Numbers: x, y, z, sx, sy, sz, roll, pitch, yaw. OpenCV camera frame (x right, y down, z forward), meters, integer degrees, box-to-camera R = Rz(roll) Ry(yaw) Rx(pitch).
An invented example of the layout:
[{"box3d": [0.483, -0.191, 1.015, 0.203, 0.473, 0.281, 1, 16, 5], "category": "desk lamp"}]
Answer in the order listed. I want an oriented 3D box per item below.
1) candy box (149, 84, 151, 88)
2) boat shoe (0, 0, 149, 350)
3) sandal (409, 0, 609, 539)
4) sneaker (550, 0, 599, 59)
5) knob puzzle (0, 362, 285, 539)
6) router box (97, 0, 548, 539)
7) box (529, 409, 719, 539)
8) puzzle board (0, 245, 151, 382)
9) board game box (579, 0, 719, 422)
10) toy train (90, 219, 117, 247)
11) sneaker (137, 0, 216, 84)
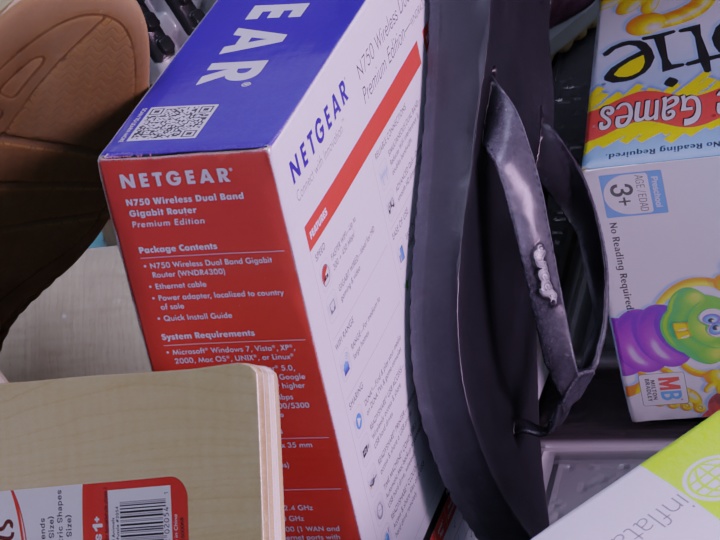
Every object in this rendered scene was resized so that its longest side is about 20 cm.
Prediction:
[{"box3d": [-0.080, -0.048, 1.043, 0.102, 0.026, 0.200, 0, 39, 16], "category": "candy box"}, {"box3d": [-0.122, -0.016, 0.756, 0.072, 0.200, 0.072, -3, 46, -35], "category": "boat shoe"}, {"box3d": [0.046, -0.020, 0.786, 0.043, 0.076, 0.201, -3, 81, 20], "category": "sandal"}, {"box3d": [0.038, -0.119, 1.039, 0.075, 0.090, 0.200, 14, 46, 34], "category": "sneaker"}, {"box3d": [-0.096, 0.123, 0.730, 0.219, 0.221, 0.030, 13, 3, 34], "category": "knob puzzle"}, {"box3d": [0.000, 0.000, 0.795, 0.049, 0.180, 0.200, -2, 28, 19], "category": "router box"}, {"box3d": [0.060, 0.123, 0.683, 0.200, 0.122, 0.048, -31, 39, -21], "category": "box"}, {"box3d": [-0.104, 0.089, 0.802, 0.150, 0.017, 0.201, -5, 66, 5], "category": "puzzle board"}, {"box3d": [0.135, -0.057, 0.908, 0.103, 0.105, 0.200, -6, 36, 13], "category": "board game box"}, {"box3d": [-0.129, -0.016, 0.952, 0.199, 0.056, 0.151, -22, 47, -1], "category": "toy train"}, {"box3d": [-0.060, -0.122, 1.054, 0.200, 0.075, 0.081, -33, 6, -40], "category": "sneaker"}]
